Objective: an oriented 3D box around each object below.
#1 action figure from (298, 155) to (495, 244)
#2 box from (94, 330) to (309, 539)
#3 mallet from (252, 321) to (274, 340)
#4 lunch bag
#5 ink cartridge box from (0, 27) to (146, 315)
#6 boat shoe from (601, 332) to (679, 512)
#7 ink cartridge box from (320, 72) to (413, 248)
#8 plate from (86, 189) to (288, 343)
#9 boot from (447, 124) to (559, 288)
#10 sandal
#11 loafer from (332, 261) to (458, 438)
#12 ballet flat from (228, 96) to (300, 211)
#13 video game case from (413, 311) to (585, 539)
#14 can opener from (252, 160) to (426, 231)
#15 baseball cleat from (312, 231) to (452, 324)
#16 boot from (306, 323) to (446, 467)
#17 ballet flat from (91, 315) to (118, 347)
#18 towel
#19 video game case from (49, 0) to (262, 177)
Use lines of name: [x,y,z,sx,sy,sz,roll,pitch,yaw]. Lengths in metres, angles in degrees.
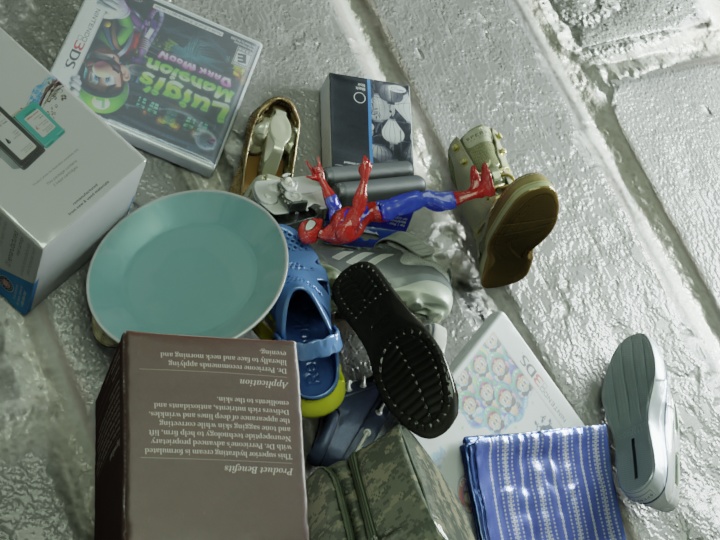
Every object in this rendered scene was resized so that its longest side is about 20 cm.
action figure: [0.024,-0.087,1.541,0.198,0.065,0.100,-21,92,-12]
box: [-0.149,0.180,1.402,0.164,0.164,0.202,5,62,-18]
mallet: [-0.085,0.061,1.542,0.200,0.041,0.066,39,57,17]
lunch bag: [0.012,0.261,1.391,0.140,0.167,0.200,55,8,-28]
ink cartridge box: [-0.336,-0.096,1.489,0.200,0.147,0.146,42,58,5]
boat shoe: [0.302,0.165,1.645,0.067,0.073,0.201,38,45,-35]
ink cartridge box: [0.008,-0.118,1.694,0.098,0.039,0.202,7,62,-18]
plate: [-0.165,0.006,1.492,0.198,0.026,0.202,-4,51,5]
boot: [0.145,-0.089,1.636,0.071,0.200,0.156,-10,65,-11]
sandal: [-0.057,0.035,1.492,0.079,0.087,0.201,-15,61,-11]
loafer: [0.044,0.078,1.504,0.073,0.071,0.201,-33,59,10]
ballet flat: [-0.100,-0.099,1.627,0.070,0.065,0.202,11,61,-16]
video game case: [0.136,0.173,1.555,0.183,0.024,0.200,53,56,-17]
can opener: [-0.026,-0.077,1.609,0.198,0.067,0.053,-12,47,-30]
baseball cleat: [0.000,0.000,1.621,0.198,0.070,0.107,17,45,-14]
boot: [0.019,0.122,1.550,0.090,0.073,0.201,25,55,-3]
ballet flat: [-0.203,-0.005,1.543,0.066,0.057,0.201,34,57,1]
towel: [0.187,0.229,1.545,0.199,0.024,0.146,-1,76,-37]
video game case: [-0.222,-0.212,1.667,0.198,0.023,0.183,23,58,-8]
